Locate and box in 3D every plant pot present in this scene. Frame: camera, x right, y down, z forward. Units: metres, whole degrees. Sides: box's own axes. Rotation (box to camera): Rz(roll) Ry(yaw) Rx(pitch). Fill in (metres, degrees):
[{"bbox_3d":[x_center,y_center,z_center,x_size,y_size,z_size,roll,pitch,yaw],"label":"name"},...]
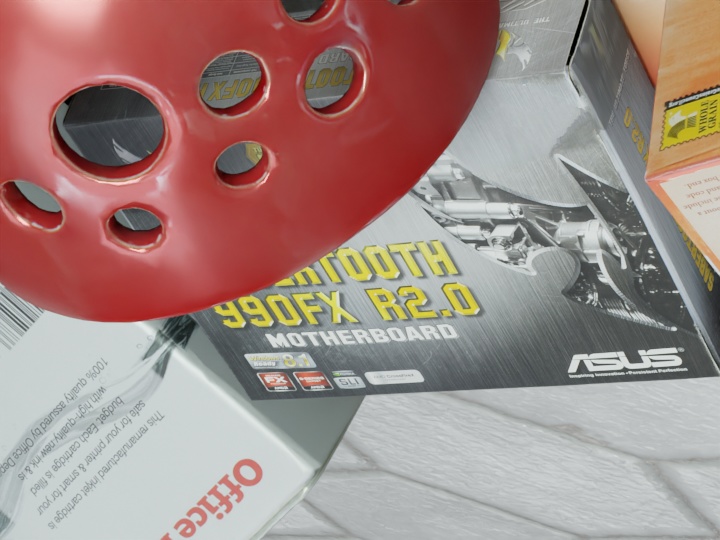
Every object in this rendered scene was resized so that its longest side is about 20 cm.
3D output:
[{"bbox_3d":[-0.077,-0.112,0.895,0.200,0.201,0.183,7,144,34],"label":"plant pot"}]

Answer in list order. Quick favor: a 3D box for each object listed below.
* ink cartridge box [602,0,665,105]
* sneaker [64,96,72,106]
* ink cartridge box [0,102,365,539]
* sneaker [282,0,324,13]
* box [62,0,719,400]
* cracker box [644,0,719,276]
[{"bbox_3d":[0.147,-0.077,0.952,0.199,0.050,0.162,10,141,21],"label":"ink cartridge box"},{"bbox_3d":[-0.123,-0.094,1.224,0.200,0.084,0.077,21,165,-7],"label":"sneaker"},{"bbox_3d":[-0.117,0.042,1.191,0.200,0.083,0.147,43,124,-5],"label":"ink cartridge box"},{"bbox_3d":[-0.021,-0.050,1.092,0.200,0.076,0.105,23,129,-25],"label":"sneaker"},{"bbox_3d":[0.018,-0.023,1.006,0.199,0.048,0.159,-4,138,28],"label":"box"},{"bbox_3d":[0.163,-0.026,0.888,0.058,0.134,0.200,-16,135,31],"label":"cracker box"}]
